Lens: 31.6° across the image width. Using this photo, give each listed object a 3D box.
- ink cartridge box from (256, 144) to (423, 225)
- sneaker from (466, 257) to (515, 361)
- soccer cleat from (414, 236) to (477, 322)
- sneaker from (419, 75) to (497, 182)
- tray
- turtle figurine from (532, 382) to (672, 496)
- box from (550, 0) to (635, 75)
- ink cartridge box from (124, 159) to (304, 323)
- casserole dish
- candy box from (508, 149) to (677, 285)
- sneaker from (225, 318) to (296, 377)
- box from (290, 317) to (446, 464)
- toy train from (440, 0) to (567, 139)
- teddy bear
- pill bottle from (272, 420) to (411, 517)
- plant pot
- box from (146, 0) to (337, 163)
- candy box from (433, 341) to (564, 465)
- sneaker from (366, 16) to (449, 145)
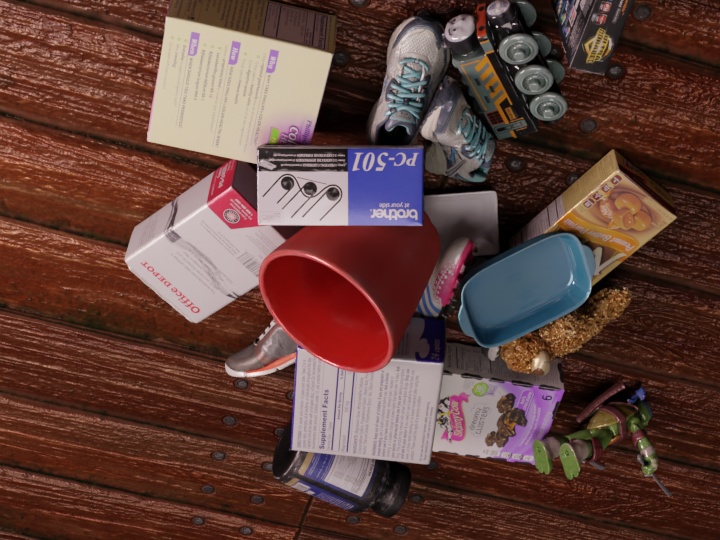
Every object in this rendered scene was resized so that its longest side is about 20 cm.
[{"bbox_3d":[-0.023,-0.103,1.527,0.199,0.044,0.095,0,100,3],"label":"ink cartridge box"},{"bbox_3d":[0.187,0.048,1.787,0.084,0.074,0.201,36,150,23],"label":"sneaker"},{"bbox_3d":[0.096,0.011,1.723,0.086,0.070,0.200,29,147,8],"label":"soccer cleat"},{"bbox_3d":[0.127,-0.169,1.553,0.086,0.078,0.200,23,166,14],"label":"sneaker"},{"bbox_3d":[0.087,-0.063,1.721,0.199,0.022,0.108,-4,130,5],"label":"tray"},{"bbox_3d":[0.362,0.281,1.888,0.193,0.144,0.201,-12,127,-31],"label":"turtle figurine"},{"bbox_3d":[0.269,-0.342,1.400,0.046,0.159,0.201,9,129,-9],"label":"box"},{"bbox_3d":[-0.194,-0.039,1.708,0.199,0.084,0.145,-31,122,24],"label":"ink cartridge box"},{"bbox_3d":[0.212,0.020,1.667,0.199,0.039,0.122,-26,120,-6],"label":"casserole dish"},{"bbox_3d":[0.307,-0.055,1.699,0.115,0.055,0.200,34,122,-22],"label":"candy box"},{"bbox_3d":[-0.111,0.093,1.837,0.199,0.077,0.082,-19,101,14],"label":"sneaker"},{"bbox_3d":[0.009,0.158,1.751,0.199,0.105,0.185,6,124,1],"label":"box"},{"bbox_3d":[0.175,-0.239,1.525,0.113,0.086,0.200,-15,140,22],"label":"toy train"},{"bbox_3d":[0.290,0.086,1.757,0.199,0.067,0.145,-26,171,-23],"label":"teddy bear"},{"bbox_3d":[-0.027,0.307,1.967,0.199,0.112,0.112,26,125,-19],"label":"pill bottle"},{"bbox_3d":[0.000,0.000,1.618,0.200,0.177,0.201,24,141,21],"label":"plant pot"},{"bbox_3d":[-0.144,-0.233,1.542,0.199,0.097,0.177,11,128,-6],"label":"box"},{"bbox_3d":[0.184,0.199,1.898,0.199,0.072,0.168,8,130,-5],"label":"candy box"},{"bbox_3d":[0.060,-0.210,1.550,0.077,0.087,0.201,12,127,-6],"label":"sneaker"}]
